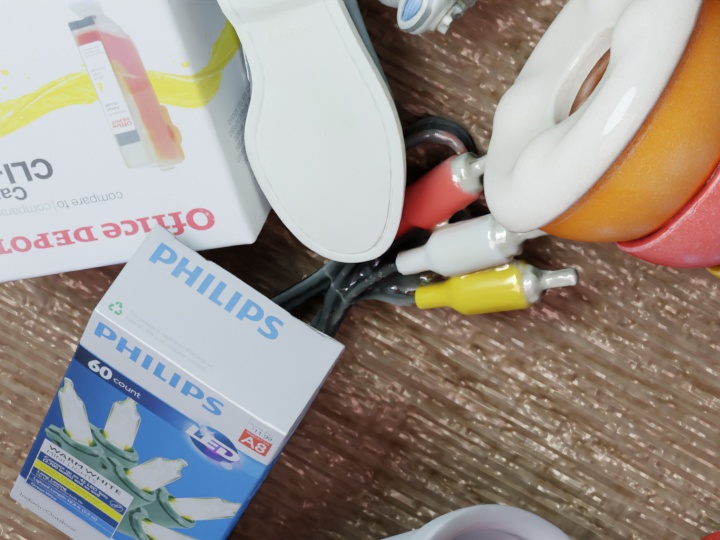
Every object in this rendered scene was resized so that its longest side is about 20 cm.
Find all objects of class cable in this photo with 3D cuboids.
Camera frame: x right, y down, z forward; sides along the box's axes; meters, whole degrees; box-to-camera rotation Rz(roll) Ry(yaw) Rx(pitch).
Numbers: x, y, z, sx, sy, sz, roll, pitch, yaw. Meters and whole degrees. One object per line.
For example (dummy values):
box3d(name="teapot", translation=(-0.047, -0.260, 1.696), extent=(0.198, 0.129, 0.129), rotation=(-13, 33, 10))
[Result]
box3d(name="cable", translation=(0.000, 0.000, 1.274), extent=(0.200, 0.050, 0.097), rotation=(-26, 98, 23))

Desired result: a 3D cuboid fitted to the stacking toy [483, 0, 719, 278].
box3d(name="stacking toy", translation=(0.166, -0.039, 1.181), extent=(0.200, 0.146, 0.146), rotation=(31, 118, -15))

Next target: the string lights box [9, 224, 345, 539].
box3d(name="string lights box", translation=(-0.089, 0.071, 1.277), extent=(0.103, 0.059, 0.200), rotation=(33, 147, 2))

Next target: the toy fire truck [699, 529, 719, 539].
box3d(name="toy fire truck", translation=(0.215, 0.219, 1.281), extent=(0.168, 0.112, 0.200), rotation=(17, 118, -17))

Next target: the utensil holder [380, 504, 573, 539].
box3d(name="utensil holder", translation=(0.004, 0.212, 1.269), extent=(0.200, 0.170, 0.170), rotation=(-22, 104, 41))

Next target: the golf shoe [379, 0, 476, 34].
box3d(name="golf shoe", translation=(0.050, -0.198, 1.168), extent=(0.097, 0.078, 0.200), rotation=(40, 116, 5))

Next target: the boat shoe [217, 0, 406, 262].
box3d(name="boat shoe", translation=(-0.020, -0.098, 1.213), extent=(0.073, 0.062, 0.200), rotation=(-8, 121, 20))

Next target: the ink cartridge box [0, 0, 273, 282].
box3d(name="ink cartridge box", translation=(-0.130, -0.103, 1.231), extent=(0.145, 0.083, 0.200), rotation=(-8, 121, 20))
